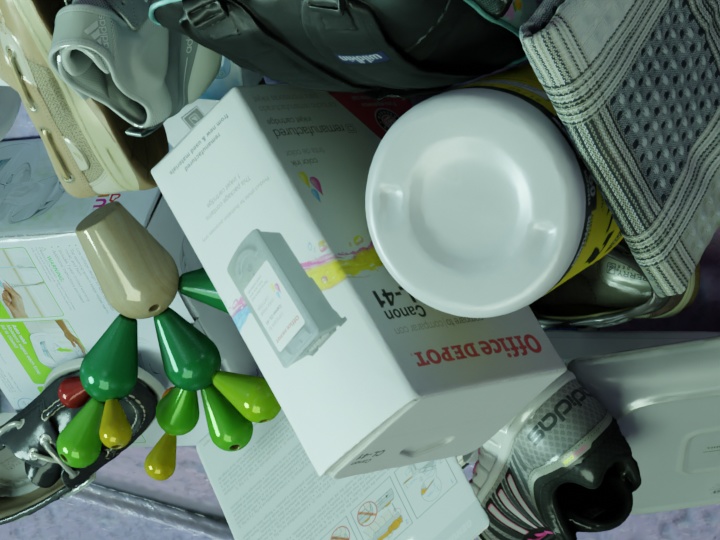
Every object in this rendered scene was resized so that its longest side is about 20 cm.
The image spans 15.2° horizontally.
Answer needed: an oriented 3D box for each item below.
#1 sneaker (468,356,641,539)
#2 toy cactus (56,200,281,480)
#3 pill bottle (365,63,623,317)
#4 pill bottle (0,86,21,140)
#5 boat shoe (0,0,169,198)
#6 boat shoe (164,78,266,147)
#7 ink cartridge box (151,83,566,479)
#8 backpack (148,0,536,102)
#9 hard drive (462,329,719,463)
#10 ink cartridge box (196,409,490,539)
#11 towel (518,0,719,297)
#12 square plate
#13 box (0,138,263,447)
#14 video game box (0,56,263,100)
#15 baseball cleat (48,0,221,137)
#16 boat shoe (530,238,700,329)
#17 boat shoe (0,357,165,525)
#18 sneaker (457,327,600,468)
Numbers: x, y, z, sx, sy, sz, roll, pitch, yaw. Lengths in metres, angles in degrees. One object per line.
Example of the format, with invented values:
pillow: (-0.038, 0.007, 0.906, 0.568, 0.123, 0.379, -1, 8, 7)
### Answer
sneaker: (0.115, 0.129, 1.561, 0.087, 0.074, 0.200, 44, 156, 22)
toy cactus: (-0.106, 0.030, 1.577, 0.199, 0.102, 0.165, -28, 108, 15)
pill bottle: (0.086, -0.048, 1.405, 0.114, 0.200, 0.115, 4, 102, 19)
pill bottle: (-0.310, -0.113, 1.604, 0.199, 0.116, 0.116, -8, 133, 30)
boat shoe: (-0.173, -0.123, 1.449, 0.064, 0.071, 0.201, -12, 118, 25)
boat shoe: (-0.090, -0.106, 1.558, 0.068, 0.057, 0.200, -27, 104, 27)
ink cartridge box: (0.000, 0.000, 1.450, 0.086, 0.147, 0.200, -43, 68, 32)
backpack: (0.002, -0.166, 1.373, 0.175, 0.154, 0.200, -5, 163, 25)
hard drive: (0.173, 0.077, 1.621, 0.199, 0.027, 0.132, 1, 149, -17)
ink cartridge box: (-0.002, 0.129, 1.600, 0.162, 0.200, 0.050, -44, 139, 18)
towel: (0.171, -0.116, 1.345, 0.034, 0.200, 0.193, 10, 145, 42)
square plate: (0.219, 0.095, 1.609, 0.199, 0.029, 0.198, -7, 149, -2)
box: (-0.157, 0.017, 1.702, 0.176, 0.097, 0.200, -5, 134, 26)
video game box: (-0.150, -0.193, 1.467, 0.181, 0.047, 0.201, 7, 123, 19)
baseball cleat: (-0.128, -0.166, 1.382, 0.069, 0.106, 0.201, -4, 118, 36)
boat shoe: (0.096, -0.003, 1.577, 0.199, 0.065, 0.074, -1, 94, 26)
boat shoe: (-0.198, 0.112, 1.710, 0.074, 0.060, 0.200, 42, 137, -23)
sneaker: (0.061, 0.061, 1.691, 0.089, 0.079, 0.200, 39, 129, -11)
